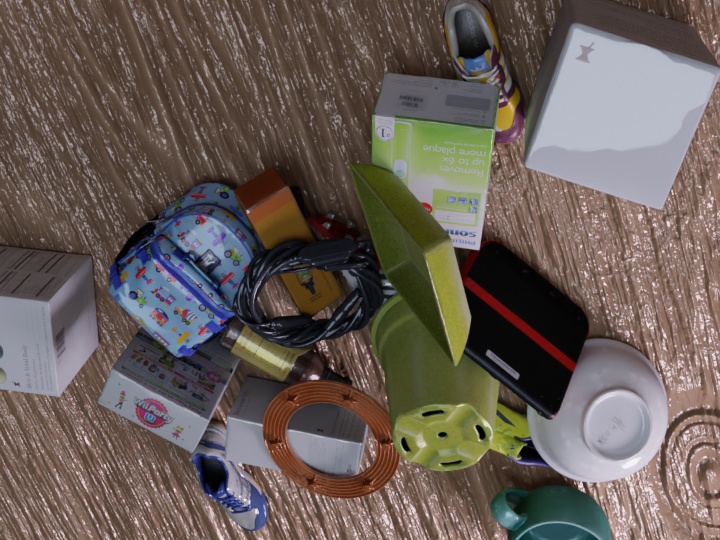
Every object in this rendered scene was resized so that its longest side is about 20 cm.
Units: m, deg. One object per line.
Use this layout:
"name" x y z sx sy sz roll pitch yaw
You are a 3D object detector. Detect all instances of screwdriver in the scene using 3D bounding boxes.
"screwdriver" -0.082 -0.020 1.401 0.029 0.028 0.203 10 118 37

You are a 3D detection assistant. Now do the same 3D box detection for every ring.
"ring" -0.042 0.236 1.383 0.197 0.019 0.203 7 122 12

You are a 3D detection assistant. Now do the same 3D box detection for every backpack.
"backpack" -0.216 -0.008 1.373 0.199 0.135 0.183 -36 105 20

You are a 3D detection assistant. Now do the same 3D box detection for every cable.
"cable" -0.069 0.032 1.321 0.197 0.051 0.165 -15 133 -10

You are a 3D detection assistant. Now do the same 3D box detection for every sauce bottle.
"sauce bottle" -0.105 0.129 1.455 0.198 0.065 0.065 31 116 -7

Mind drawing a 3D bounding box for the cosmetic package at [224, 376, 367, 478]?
"cosmetic package" -0.090 0.232 1.473 0.197 0.113 0.082 11 118 2

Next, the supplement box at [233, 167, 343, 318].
"supplement box" -0.093 -0.032 1.337 0.066 0.069 0.201 -31 126 -7

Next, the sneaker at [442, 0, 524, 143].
"sneaker" 0.145 -0.239 1.225 0.074 0.090 0.202 -19 110 17

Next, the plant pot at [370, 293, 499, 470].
"plant pot" 0.108 0.151 1.331 0.197 0.186 0.202 2 131 2

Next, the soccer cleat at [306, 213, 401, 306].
"soccer cleat" 0.000 0.000 1.376 0.199 0.069 0.086 33 112 -11

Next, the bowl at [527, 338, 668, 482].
"bowl" 0.330 0.197 1.355 0.198 0.090 0.204 0 94 -5

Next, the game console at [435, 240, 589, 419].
"game console" 0.203 0.072 1.318 0.199 0.178 0.031 37 146 -9

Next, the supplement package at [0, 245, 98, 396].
"supplement package" -0.499 0.067 1.445 0.197 0.151 0.154 6 116 7

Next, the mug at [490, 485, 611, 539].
"mug" 0.285 0.378 1.473 0.150 0.115 0.187 -14 111 16

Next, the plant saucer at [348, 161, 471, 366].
"plant saucer" 0.068 -0.018 1.210 0.047 0.200 0.201 -27 134 -9

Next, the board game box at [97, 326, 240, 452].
"board game box" -0.257 0.143 1.410 0.146 0.200 0.065 29 115 -4

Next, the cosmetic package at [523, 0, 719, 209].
"cosmetic package" 0.288 -0.202 1.156 0.165 0.200 0.168 18 117 2

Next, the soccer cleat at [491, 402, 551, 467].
"soccer cleat" 0.201 0.231 1.436 0.197 0.084 0.066 13 117 4

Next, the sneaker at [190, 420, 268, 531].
"sneaker" -0.209 0.334 1.554 0.074 0.088 0.202 -21 111 16

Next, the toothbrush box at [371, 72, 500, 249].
"toothbrush box" 0.090 -0.132 1.249 0.143 0.087 0.201 9 140 7
